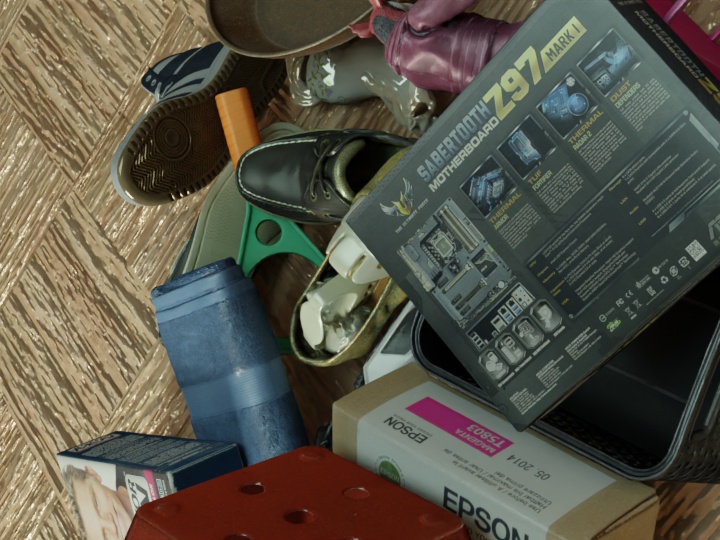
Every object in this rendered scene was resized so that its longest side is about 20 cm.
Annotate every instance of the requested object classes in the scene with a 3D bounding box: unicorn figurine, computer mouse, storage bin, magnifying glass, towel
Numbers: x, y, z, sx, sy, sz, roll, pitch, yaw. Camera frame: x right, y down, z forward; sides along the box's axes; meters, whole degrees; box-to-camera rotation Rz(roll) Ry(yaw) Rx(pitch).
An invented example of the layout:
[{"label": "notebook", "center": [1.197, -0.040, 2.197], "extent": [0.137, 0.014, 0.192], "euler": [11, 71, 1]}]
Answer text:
[{"label": "unicorn figurine", "center": [0.014, -0.157, 0.983], "extent": [0.200, 0.074, 0.138], "euler": [-6, 78, 57]}, {"label": "computer mouse", "center": [0.032, 0.058, 0.917], "extent": [0.044, 0.110, 0.200], "euler": [35, 102, 2]}, {"label": "storage bin", "center": [0.143, 0.030, 0.812], "extent": [0.200, 0.094, 0.136], "euler": [25, 99, 40]}, {"label": "magnifying glass", "center": [-0.070, -0.036, 1.006], "extent": [0.079, 0.022, 0.201], "euler": [-15, 87, -1]}, {"label": "towel", "center": [-0.084, 0.092, 0.975], "extent": [0.112, 0.048, 0.201], "euler": [-16, 92, 55]}]

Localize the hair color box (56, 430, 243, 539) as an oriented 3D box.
[{"label": "hair color box", "center": [-0.151, 0.179, 1.013], "extent": [0.200, 0.060, 0.100], "euler": [-5, 102, 56]}]

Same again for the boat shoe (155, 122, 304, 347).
[{"label": "boat shoe", "center": [-0.103, -0.027, 1.057], "extent": [0.200, 0.072, 0.068], "euler": [-63, 21, 5]}]

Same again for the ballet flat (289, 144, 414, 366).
[{"label": "ballet flat", "center": [0.000, 0.000, 0.896], "extent": [0.071, 0.071, 0.200], "euler": [64, 147, 28]}]

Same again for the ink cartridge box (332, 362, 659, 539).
[{"label": "ink cartridge box", "center": [0.072, 0.173, 0.822], "extent": [0.200, 0.075, 0.165], "euler": [25, 126, 42]}]

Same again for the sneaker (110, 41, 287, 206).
[{"label": "sneaker", "center": [-0.146, -0.114, 1.058], "extent": [0.108, 0.070, 0.200], "euler": [-6, 35, 44]}]

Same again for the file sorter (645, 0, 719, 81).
[{"label": "file sorter", "center": [0.182, -0.216, 0.791], "extent": [0.125, 0.139, 0.200], "euler": [-50, 54, 21]}]

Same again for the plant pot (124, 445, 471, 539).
[{"label": "plant pot", "center": [-0.034, 0.215, 0.762], "extent": [0.200, 0.199, 0.177], "euler": [21, 116, 44]}]

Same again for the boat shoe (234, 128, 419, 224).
[{"label": "boat shoe", "center": [-0.002, -0.068, 0.939], "extent": [0.200, 0.066, 0.072], "euler": [7, 84, 22]}]

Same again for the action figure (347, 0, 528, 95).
[{"label": "action figure", "center": [0.079, -0.123, 0.844], "extent": [0.199, 0.134, 0.149], "euler": [16, 61, 18]}]

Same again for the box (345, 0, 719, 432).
[{"label": "box", "center": [0.107, -0.036, 0.721], "extent": [0.158, 0.051, 0.200], "euler": [50, 120, 12]}]

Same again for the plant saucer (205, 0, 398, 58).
[{"label": "plant saucer", "center": [-0.021, -0.226, 0.972], "extent": [0.200, 0.037, 0.201], "euler": [-18, 52, 26]}]
